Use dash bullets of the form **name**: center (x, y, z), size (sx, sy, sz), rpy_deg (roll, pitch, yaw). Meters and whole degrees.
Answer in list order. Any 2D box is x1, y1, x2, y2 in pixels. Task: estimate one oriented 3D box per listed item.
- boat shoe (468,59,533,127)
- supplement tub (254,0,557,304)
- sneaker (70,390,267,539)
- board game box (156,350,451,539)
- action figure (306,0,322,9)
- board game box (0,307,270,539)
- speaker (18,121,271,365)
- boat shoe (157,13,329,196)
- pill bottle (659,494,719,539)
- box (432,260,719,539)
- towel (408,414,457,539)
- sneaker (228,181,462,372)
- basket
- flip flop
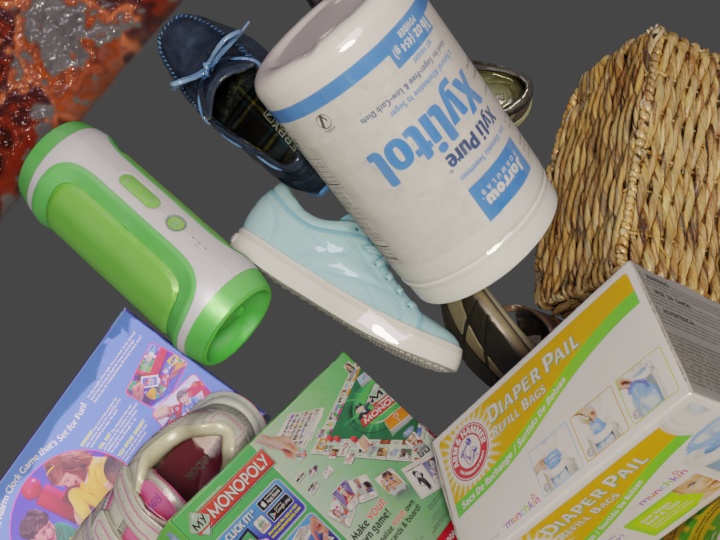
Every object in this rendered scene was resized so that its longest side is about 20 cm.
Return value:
- **boat shoe**: center (0.037, -0.129, 0.888), size (0.197, 0.066, 0.073), rpy_deg (-8, 82, 0)
- **supplement tub**: center (0.033, -0.092, 0.795), size (0.132, 0.132, 0.201), rpy_deg (-43, 111, -7)
- **sneaker**: center (-0.143, 0.164, 0.779), size (0.081, 0.088, 0.201), rpy_deg (34, 82, 6)
- **board game box**: center (-0.020, 0.154, 0.749), size (0.134, 0.029, 0.200), rpy_deg (42, 43, 7)
- **action figure**: center (0.020, -0.244, 0.890), size (0.118, 0.102, 0.200), rpy_deg (37, 81, 28)
- **board game box**: center (-0.177, 0.151, 0.850), size (0.134, 0.045, 0.201), rpy_deg (35, 82, 6)
- **speaker**: center (-0.160, -0.021, 0.853), size (0.199, 0.089, 0.089), rpy_deg (40, 82, 15)
- **boat shoe**: center (-0.087, -0.138, 0.868), size (0.199, 0.068, 0.085), rpy_deg (37, 98, 25)
- **pill bottle**: center (0.251, 0.195, 0.756), size (0.109, 0.200, 0.113), rpy_deg (0, 82, -2)
- **box**: center (0.154, 0.109, 0.737), size (0.111, 0.200, 0.102), rpy_deg (20, 37, -32)
- **towel**: center (0.071, 0.196, 0.800), size (0.199, 0.023, 0.144), rpy_deg (36, 44, 16)
- **sneaker**: center (0.000, 0.000, 0.861), size (0.198, 0.074, 0.083), rpy_deg (31, 86, 6)
- **basket**: center (0.222, -0.045, 0.838), size (0.147, 0.143, 0.203), rpy_deg (18, 72, -16)
- **flip flop**: center (0.140, 0.068, 0.850), size (0.199, 0.081, 0.058), rpy_deg (38, 65, 1)
